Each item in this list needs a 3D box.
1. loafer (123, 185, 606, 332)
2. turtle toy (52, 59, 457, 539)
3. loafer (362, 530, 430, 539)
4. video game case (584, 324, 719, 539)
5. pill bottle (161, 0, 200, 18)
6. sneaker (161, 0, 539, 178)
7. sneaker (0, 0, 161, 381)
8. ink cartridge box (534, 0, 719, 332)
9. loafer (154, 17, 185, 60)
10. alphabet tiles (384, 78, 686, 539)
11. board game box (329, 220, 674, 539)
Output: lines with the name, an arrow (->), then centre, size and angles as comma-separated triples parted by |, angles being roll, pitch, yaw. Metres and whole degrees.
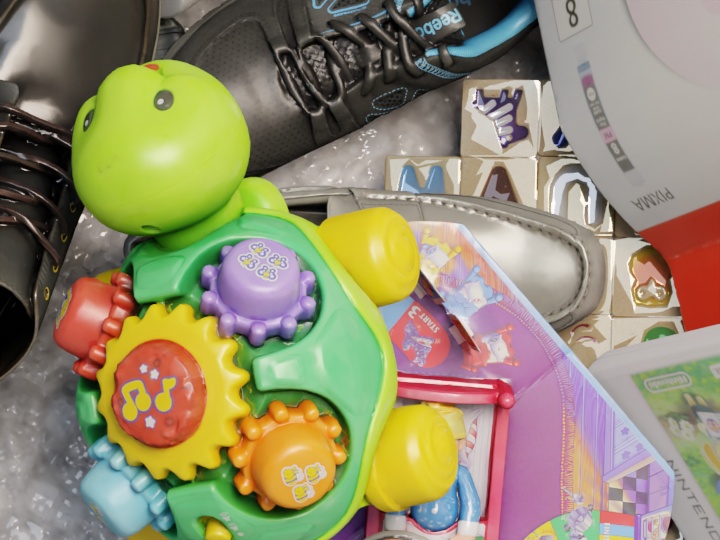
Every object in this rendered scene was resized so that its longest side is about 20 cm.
loafer -> 0.000, 0.000, 1.019 | 0.199, 0.070, 0.070 | -1, 87, 11
turtle toy -> -0.056, 0.021, 0.918 | 0.145, 0.101, 0.200 | -13, 84, 28
loafer -> -0.017, 0.196, 0.943 | 0.072, 0.063, 0.200 | 27, 101, -2
video game case -> 0.196, 0.095, 0.938 | 0.022, 0.200, 0.182 | -40, 103, -34
pill bottle -> -0.027, -0.196, 1.050 | 0.200, 0.110, 0.110 | -37, 80, -21
sneaker -> 0.000, -0.099, 1.036 | 0.200, 0.082, 0.073 | -31, 101, -19
sneaker -> -0.126, -0.039, 0.966 | 0.075, 0.106, 0.200 | 22, 99, -18
ink cartridge box -> 0.140, -0.051, 0.947 | 0.057, 0.162, 0.200 | -3, 79, -28
loafer -> -0.156, -0.041, 1.043 | 0.200, 0.073, 0.072 | -23, 83, -7
alphabet tiles -> 0.089, 0.019, 1.041 | 0.166, 0.006, 0.201 | 2, 87, 10
board game box -> 0.024, 0.083, 0.970 | 0.158, 0.039, 0.200 | -40, 92, 2
